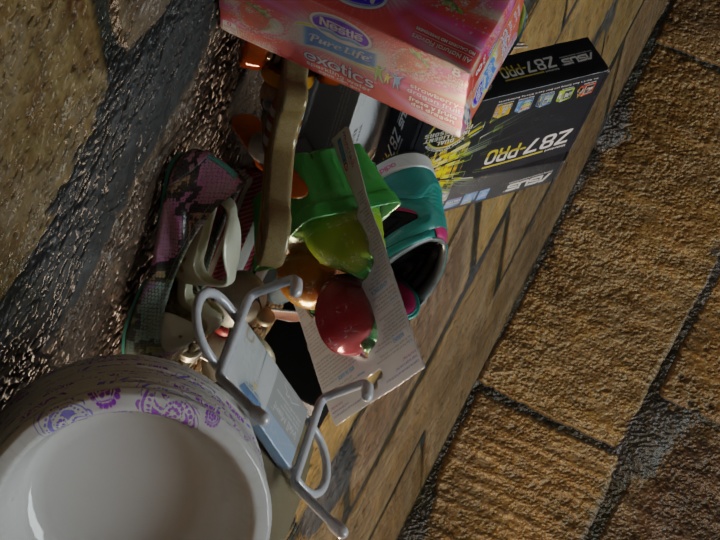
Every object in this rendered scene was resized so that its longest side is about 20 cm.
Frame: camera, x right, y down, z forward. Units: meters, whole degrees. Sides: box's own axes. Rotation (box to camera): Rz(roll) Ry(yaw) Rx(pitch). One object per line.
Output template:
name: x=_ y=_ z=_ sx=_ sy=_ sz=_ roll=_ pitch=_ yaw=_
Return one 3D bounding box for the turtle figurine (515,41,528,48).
turtle figurine: x=0.091 y=-0.214 z=1.925 sx=0.150 sy=0.101 sz=0.200 roll=-42 pitch=173 yaw=-30

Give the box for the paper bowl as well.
paper bowl: x=-0.165 y=0.151 z=1.276 sx=0.104 sy=0.200 sz=0.201 roll=-111 pitch=-142 yaw=-64

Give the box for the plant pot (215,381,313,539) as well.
plant pot: x=-0.120 y=0.167 z=1.470 sx=0.200 sy=0.187 sz=0.188 roll=-39 pitch=152 yaw=-57

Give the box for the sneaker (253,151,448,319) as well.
sneaker: x=0.000 y=0.000 z=1.611 sx=0.200 sy=0.121 sz=0.084 roll=-37 pitch=144 yaw=22

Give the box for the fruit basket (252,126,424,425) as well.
fruit basket: x=-0.011 y=0.007 z=1.497 sx=0.093 sy=0.201 sz=0.185 roll=-18 pitch=169 yaw=-28

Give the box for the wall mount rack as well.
wall mount rack: x=-0.053 y=0.103 z=1.375 sx=0.200 sy=0.074 sz=0.174 roll=57 pitch=29 yaw=-28

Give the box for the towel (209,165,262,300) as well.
towel: x=-0.101 y=-0.028 z=1.623 sx=0.144 sy=0.023 sz=0.200 roll=-67 pitch=167 yaw=13

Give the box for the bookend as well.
bookend: x=-0.046 y=0.046 z=1.770 sx=0.200 sy=0.092 sz=0.199 roll=-60 pitch=171 yaw=-27

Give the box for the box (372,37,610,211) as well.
box: x=0.110 y=-0.125 z=1.674 sx=0.199 sy=0.049 sz=0.161 roll=-16 pitch=151 yaw=-27

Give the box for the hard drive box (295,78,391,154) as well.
hard drive box: x=-0.001 y=-0.184 z=1.616 sx=0.200 sy=0.077 sz=0.156 roll=-42 pitch=154 yaw=-63

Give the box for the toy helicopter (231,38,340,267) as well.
toy helicopter: x=-0.065 y=-0.091 z=1.405 sx=0.132 sy=0.079 sz=0.201 roll=124 pitch=-28 yaw=-61

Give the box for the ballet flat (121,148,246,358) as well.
ballet flat: x=-0.131 y=0.004 z=1.420 sx=0.069 sy=0.071 sz=0.201 roll=-35 pitch=148 yaw=-57

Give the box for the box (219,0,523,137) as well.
box: x=0.007 y=-0.193 z=1.323 sx=0.103 sy=0.199 sz=0.095 roll=-60 pitch=169 yaw=-22

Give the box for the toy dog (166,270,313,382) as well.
toy dog: x=-0.095 y=0.082 z=1.620 sx=0.132 sy=0.096 sz=0.200 roll=-54 pitch=170 yaw=-8

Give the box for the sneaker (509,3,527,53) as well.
sneaker: x=0.100 y=-0.245 z=1.723 sx=0.131 sy=0.079 sz=0.200 roll=-58 pitch=-145 yaw=41
